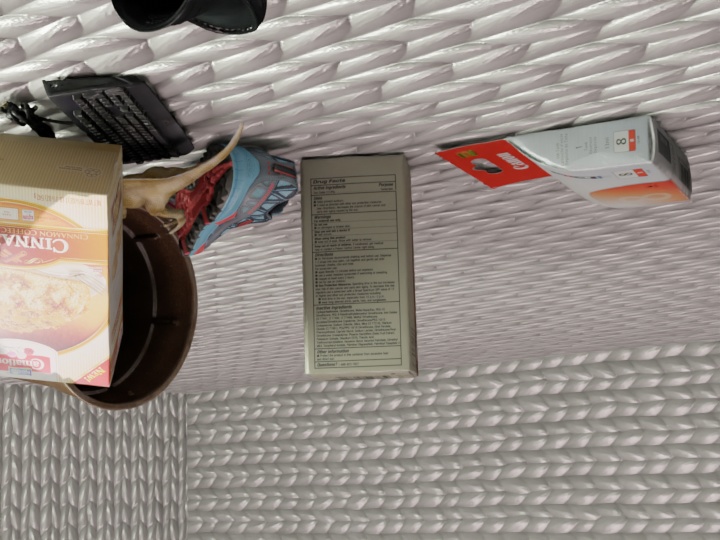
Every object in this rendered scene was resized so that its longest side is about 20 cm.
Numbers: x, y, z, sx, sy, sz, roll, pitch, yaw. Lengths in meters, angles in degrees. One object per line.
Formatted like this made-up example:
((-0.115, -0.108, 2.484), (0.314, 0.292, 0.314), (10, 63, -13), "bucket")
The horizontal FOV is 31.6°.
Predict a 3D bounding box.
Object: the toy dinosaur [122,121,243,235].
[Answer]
((-0.176, -0.070, 1.086), (0.199, 0.059, 0.101), (-11, 169, 13), "toy dinosaur")

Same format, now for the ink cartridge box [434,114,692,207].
((0.189, -0.087, 1.166), (0.199, 0.051, 0.162), (-10, 167, 24), "ink cartridge box")

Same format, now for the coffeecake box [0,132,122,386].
((-0.274, -0.008, 1.038), (0.152, 0.073, 0.201), (5, 128, -3), "coffeecake box")

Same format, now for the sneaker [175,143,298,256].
((-0.115, -0.060, 1.188), (0.095, 0.080, 0.200), (0, 170, -23), "sneaker")

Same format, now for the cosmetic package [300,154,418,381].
((0.000, 0.000, 1.194), (0.103, 0.202, 0.087), (-1, 171, 7), "cosmetic package")

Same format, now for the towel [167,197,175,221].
((-0.278, -0.055, 1.327), (0.198, 0.030, 0.146), (-4, 169, 16), "towel")

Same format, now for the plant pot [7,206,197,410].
((-0.300, 0.031, 1.263), (0.197, 0.202, 0.200), (1, 174, 38), "plant pot")

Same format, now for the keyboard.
((-0.212, -0.115, 1.022), (0.126, 0.021, 0.200), (-3, 169, 4), "keyboard")

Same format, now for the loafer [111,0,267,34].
((-0.107, -0.155, 0.659), (0.068, 0.071, 0.200), (-5, 170, 21), "loafer")
